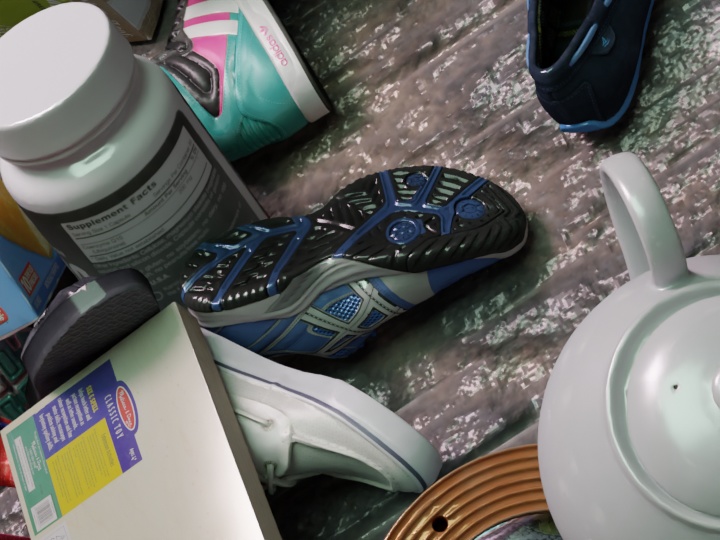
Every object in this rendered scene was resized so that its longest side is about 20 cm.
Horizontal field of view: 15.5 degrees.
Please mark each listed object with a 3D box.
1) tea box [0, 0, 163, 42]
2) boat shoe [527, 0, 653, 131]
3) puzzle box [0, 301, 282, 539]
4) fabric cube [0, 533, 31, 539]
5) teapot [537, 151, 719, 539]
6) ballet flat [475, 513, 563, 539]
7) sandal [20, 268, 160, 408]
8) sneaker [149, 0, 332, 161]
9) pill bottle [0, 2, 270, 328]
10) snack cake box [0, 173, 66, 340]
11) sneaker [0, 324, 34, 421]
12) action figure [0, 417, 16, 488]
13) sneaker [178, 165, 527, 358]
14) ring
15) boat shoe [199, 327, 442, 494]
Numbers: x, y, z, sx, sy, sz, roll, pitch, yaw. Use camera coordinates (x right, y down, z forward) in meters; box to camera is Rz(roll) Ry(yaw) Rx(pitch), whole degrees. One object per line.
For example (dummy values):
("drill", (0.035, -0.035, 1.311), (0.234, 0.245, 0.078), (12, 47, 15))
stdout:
("tea box", (-0.225, -0.263, 1.766), (0.196, 0.134, 0.201), (-2, 64, 35))
("boat shoe", (0.134, -0.179, 1.500), (0.084, 0.069, 0.201), (-15, 57, 27))
("puzzle box", (-0.116, 0.128, 1.421), (0.133, 0.025, 0.201), (-36, 49, 15))
("fabric cube", (-0.260, 0.269, 1.401), (0.200, 0.199, 0.197), (-54, 45, 25))
("teapot", (0.173, 0.070, 1.247), (0.199, 0.146, 0.198), (21, 74, 13))
("ballet flat", (0.032, 0.185, 1.375), (0.199, 0.072, 0.072), (-26, 52, 22))
("sandal", (-0.166, 0.041, 1.517), (0.076, 0.200, 0.043), (-21, 76, -22))
("sneaker", (-0.108, -0.137, 1.650), (0.120, 0.084, 0.200), (-33, 50, 2))
("pill bottle", (-0.137, -0.052, 1.525), (0.113, 0.200, 0.114), (-19, 42, 18))
("snack cake box", (-0.232, -0.037, 1.587), (0.067, 0.115, 0.200), (-27, 16, 13))
("sneaker", (-0.269, 0.080, 1.652), (0.199, 0.078, 0.091), (-30, 34, 13))
("action figure", (-0.176, 0.127, 1.560), (0.198, 0.099, 0.066), (6, 63, 13))
("sneaker", (0.000, 0.000, 1.502), (0.198, 0.077, 0.076), (-14, 44, 7))
("ring", (0.096, 0.185, 1.305), (0.199, 0.019, 0.202), (-1, 74, 3))
("boat shoe", (-0.049, 0.092, 1.459), (0.199, 0.071, 0.070), (22, 66, 28))
